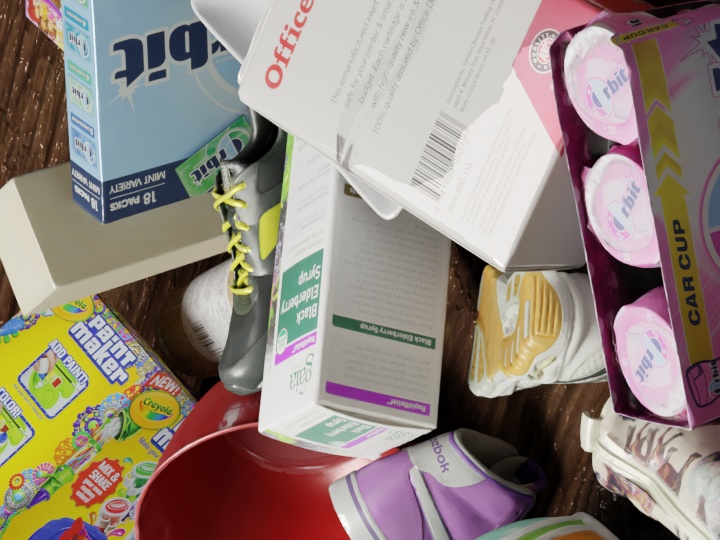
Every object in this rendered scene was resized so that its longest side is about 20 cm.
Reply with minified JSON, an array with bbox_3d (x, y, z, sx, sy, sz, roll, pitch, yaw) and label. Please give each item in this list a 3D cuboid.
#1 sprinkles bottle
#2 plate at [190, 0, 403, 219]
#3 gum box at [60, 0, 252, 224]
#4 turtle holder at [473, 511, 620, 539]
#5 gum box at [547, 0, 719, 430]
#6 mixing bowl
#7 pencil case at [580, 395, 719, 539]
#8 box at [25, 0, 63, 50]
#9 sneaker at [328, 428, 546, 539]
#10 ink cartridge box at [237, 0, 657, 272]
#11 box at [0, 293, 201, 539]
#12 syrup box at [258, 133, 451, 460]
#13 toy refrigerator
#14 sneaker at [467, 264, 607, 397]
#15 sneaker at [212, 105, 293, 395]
[{"bbox_3d":[-0.069,0.019,1.890,0.200,0.068,0.069,-26,83,60],"label":"sprinkles bottle"},{"bbox_3d":[0.016,-0.165,1.616,0.200,0.032,0.200,47,117,26],"label":"plate"},{"bbox_3d":[-0.096,-0.145,1.746,0.045,0.169,0.201,34,134,48],"label":"gum box"},{"bbox_3d":[0.104,0.216,1.645,0.141,0.132,0.186,36,164,35],"label":"turtle holder"},{"bbox_3d":[0.169,-0.037,1.418,0.066,0.113,0.201,8,112,58],"label":"gum box"},{"bbox_3d":[-0.037,0.125,1.811,0.109,0.199,0.201,-87,8,-46],"label":"mixing bowl"},{"bbox_3d":[0.198,0.129,1.483,0.200,0.089,0.078,44,125,41],"label":"pencil case"},{"bbox_3d":[-0.164,-0.191,1.965,0.200,0.039,0.137,42,139,42],"label":"box"},{"bbox_3d":[0.073,0.170,1.734,0.201,0.114,0.073,56,-173,-46],"label":"sneaker"},{"bbox_3d":[0.051,-0.110,1.520,0.200,0.083,0.147,34,110,30],"label":"ink cartridge box"},{"bbox_3d":[-0.191,0.138,1.959,0.122,0.193,0.200,45,177,37],"label":"box"},{"bbox_3d":[0.000,0.000,1.670,0.079,0.081,0.201,-32,48,60],"label":"syrup box"},{"bbox_3d":[-0.130,-0.040,1.829,0.070,0.199,0.076,-35,77,60],"label":"toy refrigerator"},{"bbox_3d":[0.112,0.037,1.597,0.200,0.087,0.076,-170,86,-81],"label":"sneaker"},{"bbox_3d":[-0.058,-0.025,1.746,0.074,0.084,0.201,-7,62,60],"label":"sneaker"}]
